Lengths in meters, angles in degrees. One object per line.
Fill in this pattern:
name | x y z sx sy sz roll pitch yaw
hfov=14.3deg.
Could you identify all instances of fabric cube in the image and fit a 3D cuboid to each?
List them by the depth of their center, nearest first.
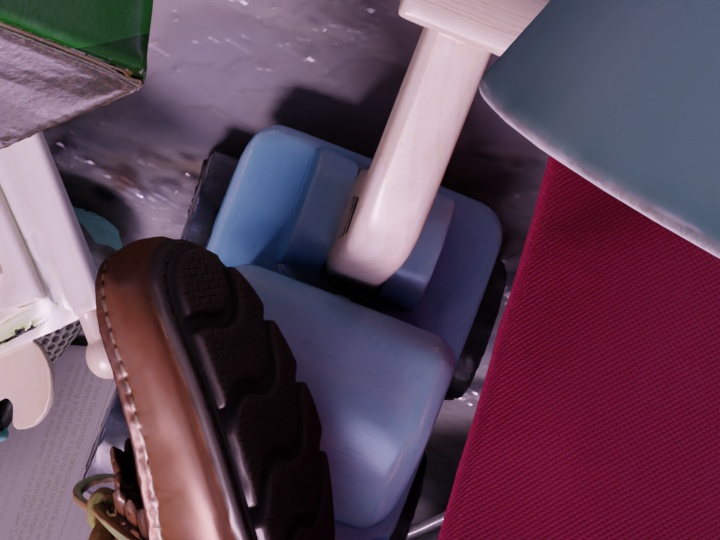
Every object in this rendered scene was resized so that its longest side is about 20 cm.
fabric cube | 0.127 0.070 0.769 0.195 0.200 0.200 15 150 7

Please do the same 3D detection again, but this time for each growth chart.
growth chart | -0.164 -0.014 0.883 0.199 0.018 0.146 -8 101 33

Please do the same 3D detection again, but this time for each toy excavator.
toy excavator | 0.000 0.000 0.804 0.099 0.196 0.200 21 178 -6

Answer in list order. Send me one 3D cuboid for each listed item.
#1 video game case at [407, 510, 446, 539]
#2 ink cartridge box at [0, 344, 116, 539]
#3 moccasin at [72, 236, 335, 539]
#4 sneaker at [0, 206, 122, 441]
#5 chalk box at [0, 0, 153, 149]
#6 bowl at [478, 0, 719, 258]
video game case | 0.087 0.150 0.991 0.181 0.024 0.200 -26 121 20
ink cartridge box | -0.095 0.096 0.984 0.199 0.146 0.048 5 150 21
moccasin | -0.044 0.085 0.776 0.077 0.074 0.202 -3 123 16
sneaker | -0.146 0.062 0.939 0.200 0.091 0.077 -41 147 15
chalk box | -0.155 -0.112 0.650 0.199 0.125 0.124 22 154 -37
bowl | 0.135 -0.041 0.592 0.200 0.105 0.201 25 -171 -4
